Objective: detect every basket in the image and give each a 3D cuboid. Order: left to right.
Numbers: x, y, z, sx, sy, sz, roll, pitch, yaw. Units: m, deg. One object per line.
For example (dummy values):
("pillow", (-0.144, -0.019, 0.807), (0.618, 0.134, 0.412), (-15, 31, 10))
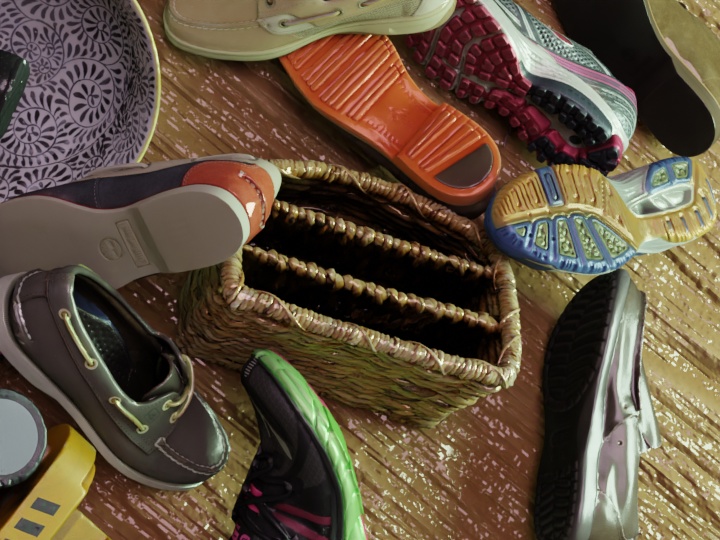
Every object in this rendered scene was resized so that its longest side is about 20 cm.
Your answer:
("basket", (0.000, 0.000, 1.186), (0.199, 0.149, 0.144), (18, 70, -13))

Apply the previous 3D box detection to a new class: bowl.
("bowl", (-0.215, -0.136, 1.160), (0.200, 0.201, 0.094), (29, 24, -9))

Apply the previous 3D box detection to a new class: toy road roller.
("toy road roller", (-0.225, 0.172, 1.077), (0.146, 0.123, 0.200), (44, 65, -15))

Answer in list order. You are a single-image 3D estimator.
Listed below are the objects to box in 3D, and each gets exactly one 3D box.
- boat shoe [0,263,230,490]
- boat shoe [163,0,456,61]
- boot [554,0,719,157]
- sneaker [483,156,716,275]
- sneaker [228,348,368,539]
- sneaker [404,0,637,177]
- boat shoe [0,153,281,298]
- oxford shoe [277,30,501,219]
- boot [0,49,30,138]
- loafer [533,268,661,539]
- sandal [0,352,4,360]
("boat shoe", (-0.137, 0.067, 1.120), (0.202, 0.060, 0.072), (47, 40, -38))
("boat shoe", (-0.038, -0.190, 1.238), (0.198, 0.065, 0.072), (-8, 61, 6))
("boot", (0.207, -0.181, 1.362), (0.075, 0.073, 0.201), (-37, 93, -43))
("sneaker", (0.149, -0.027, 1.260), (0.199, 0.088, 0.076), (-5, 79, -39))
("sneaker", (-0.043, 0.146, 1.144), (0.083, 0.077, 0.201), (-16, 105, -10))
("sneaker", (0.108, -0.148, 1.310), (0.200, 0.081, 0.075), (42, 48, -10))
("boat shoe", (-0.140, -0.031, 1.114), (0.072, 0.199, 0.063), (67, 32, -25))
("oxford shoe", (0.011, -0.105, 1.269), (0.071, 0.073, 0.200), (-40, 72, -13))
("boot", (-0.291, -0.071, 1.116), (0.131, 0.070, 0.201), (26, 104, -4))
("loafer", (0.165, 0.099, 1.265), (0.071, 0.073, 0.202), (18, 74, -25))
("sandal", (-0.240, 0.053, 1.132), (0.199, 0.075, 0.045), (-14, 91, -25))
